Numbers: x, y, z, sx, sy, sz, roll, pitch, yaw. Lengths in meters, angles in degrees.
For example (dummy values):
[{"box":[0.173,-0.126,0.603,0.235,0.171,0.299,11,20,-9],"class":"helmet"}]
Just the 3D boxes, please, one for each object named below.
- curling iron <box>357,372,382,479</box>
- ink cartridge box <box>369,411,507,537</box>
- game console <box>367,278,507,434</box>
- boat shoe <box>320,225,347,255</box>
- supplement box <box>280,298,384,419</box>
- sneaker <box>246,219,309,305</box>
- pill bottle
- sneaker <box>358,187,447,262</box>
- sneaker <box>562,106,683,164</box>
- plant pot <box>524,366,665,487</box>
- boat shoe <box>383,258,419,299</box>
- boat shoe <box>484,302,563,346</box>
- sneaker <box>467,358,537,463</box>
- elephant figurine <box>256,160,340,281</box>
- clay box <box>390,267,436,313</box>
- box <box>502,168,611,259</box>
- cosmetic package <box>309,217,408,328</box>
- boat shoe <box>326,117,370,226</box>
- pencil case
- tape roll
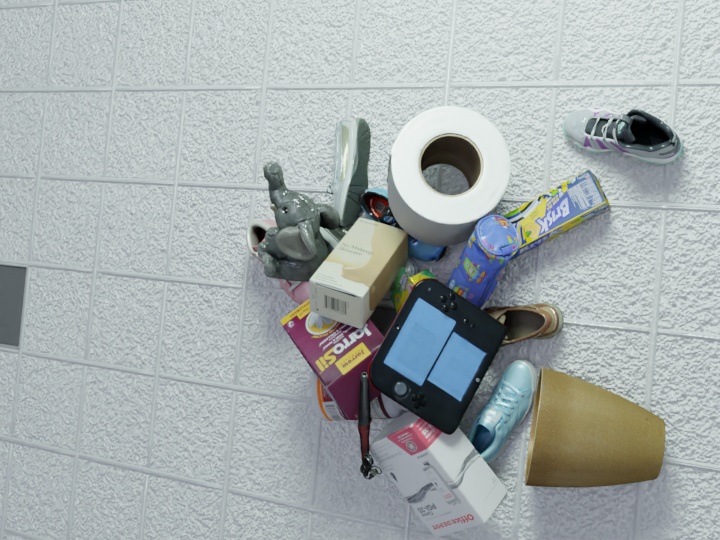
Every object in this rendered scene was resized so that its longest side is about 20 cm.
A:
[{"box":[0.013,0.258,1.391,0.049,0.025,0.203,26,124,50],"class":"curling iron"},{"box":[0.128,0.334,1.407,0.201,0.083,0.146,52,139,0],"class":"ink cartridge box"},{"box":[0.122,0.133,1.344,0.175,0.031,0.202,32,80,-3],"class":"game console"},{"box":[-0.071,-0.077,1.595,0.200,0.063,0.071,48,146,28],"class":"boat shoe"},{"box":[-0.033,0.132,1.447,0.130,0.104,0.200,-36,43,-7],"class":"supplement box"},{"box":[-0.153,-0.015,1.607,0.075,0.104,0.202,-38,73,15],"class":"sneaker"},{"box":[0.020,0.208,1.507,0.197,0.114,0.116,-7,84,24],"class":"pill bottle"},{"box":[0.069,-0.081,1.516,0.199,0.090,0.079,36,101,22],"class":"sneaker"},{"box":[0.411,-0.229,1.339,0.197,0.139,0.079,14,93,24],"class":"sneaker"},{"box":[0.369,0.264,1.323,0.196,0.186,0.190,10,91,11],"class":"plant pot"},{"box":[0.005,0.017,1.541,0.199,0.086,0.076,-10,83,24],"class":"boat shoe"},{"box":[0.242,0.093,1.429,0.198,0.071,0.077,-18,79,32],"class":"boat shoe"},{"box":[0.237,0.245,1.422,0.073,0.082,0.203,26,97,23],"class":"sneaker"},{"box":[-0.106,-0.074,1.468,0.201,0.152,0.143,118,146,-51],"class":"elephant figurine"},{"box":[0.130,0.089,1.459,0.047,0.115,0.201,-24,66,-25],"class":"clay box"},{"box":[0.314,-0.090,1.414,0.198,0.070,0.065,-28,75,20],"class":"box"},{"box":[0.000,0.000,1.439,0.104,0.201,0.072,16,131,17],"class":"cosmetic package"},{"box":[-0.027,-0.185,1.580,0.064,0.074,0.206,3,84,30],"class":"boat shoe"},{"box":[0.200,-0.001,1.399,0.087,0.077,0.201,58,151,26],"class":"pencil case"},{"box":[0.145,-0.156,1.421,0.199,0.139,0.207,0,77,0],"class":"tape roll"}]
